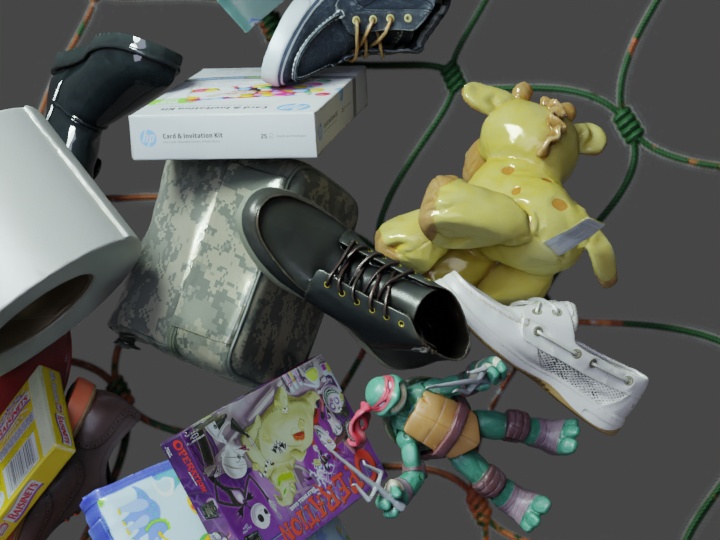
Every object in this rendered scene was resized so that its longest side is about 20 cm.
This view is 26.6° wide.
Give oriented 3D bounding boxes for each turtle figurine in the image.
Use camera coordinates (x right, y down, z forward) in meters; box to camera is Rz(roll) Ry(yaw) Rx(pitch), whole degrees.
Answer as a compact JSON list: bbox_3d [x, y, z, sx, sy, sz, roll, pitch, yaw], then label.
[{"bbox_3d":[0.072,0.127,1.217,0.200,0.101,0.150,25,103,-22],"label":"turtle figurine"}]

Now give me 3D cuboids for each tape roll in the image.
[{"bbox_3d":[-0.295,-0.015,1.216,0.203,0.203,0.139,-40,82,2],"label":"tape roll"}]

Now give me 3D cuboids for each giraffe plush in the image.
[{"bbox_3d":[0.123,-0.070,1.254,0.200,0.172,0.163,-20,48,36],"label":"giraffe plush"}]

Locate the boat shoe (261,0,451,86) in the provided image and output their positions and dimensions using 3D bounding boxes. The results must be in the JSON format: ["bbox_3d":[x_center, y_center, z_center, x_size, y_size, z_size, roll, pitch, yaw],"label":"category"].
[{"bbox_3d":[0.000,-0.208,1.300,0.091,0.071,0.200,29,49,13],"label":"boat shoe"}]

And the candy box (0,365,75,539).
[{"bbox_3d":[-0.311,0.185,1.298,0.200,0.026,0.102,-50,35,21],"label":"candy box"}]

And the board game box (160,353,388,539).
[{"bbox_3d":[-0.062,0.150,1.192,0.032,0.200,0.120,-24,92,34],"label":"board game box"}]

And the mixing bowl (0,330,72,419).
[{"bbox_3d":[-0.368,0.069,1.348,0.200,0.108,0.201,-2,78,11],"label":"mixing bowl"}]

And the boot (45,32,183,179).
[{"bbox_3d":[-0.234,-0.113,1.333,0.200,0.076,0.169,0,75,55],"label":"boot"}]

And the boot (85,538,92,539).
[{"bbox_3d":[-0.212,0.326,1.284,0.154,0.074,0.200,-26,62,4],"label":"boot"}]

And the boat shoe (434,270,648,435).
[{"bbox_3d":[0.148,0.051,1.229,0.200,0.071,0.069,36,98,-16],"label":"boat shoe"}]

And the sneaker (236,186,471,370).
[{"bbox_3d":[0.000,0.000,1.177,0.200,0.106,0.075,39,71,-17],"label":"sneaker"}]

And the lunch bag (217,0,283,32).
[{"bbox_3d":[-0.091,-0.333,1.287,0.170,0.122,0.200,-35,53,9],"label":"lunch bag"}]

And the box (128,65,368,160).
[{"bbox_3d":[-0.089,-0.135,1.283,0.155,0.200,0.041,1,109,13],"label":"box"}]

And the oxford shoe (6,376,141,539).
[{"bbox_3d":[-0.257,0.196,1.321,0.072,0.071,0.200,25,100,-13],"label":"oxford shoe"}]

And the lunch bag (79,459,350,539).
[{"bbox_3d":[-0.112,0.231,1.209,0.127,0.200,0.170,-40,72,33],"label":"lunch bag"}]

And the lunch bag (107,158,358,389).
[{"bbox_3d":[-0.117,-0.012,1.293,0.167,0.139,0.201,16,83,27],"label":"lunch bag"}]
